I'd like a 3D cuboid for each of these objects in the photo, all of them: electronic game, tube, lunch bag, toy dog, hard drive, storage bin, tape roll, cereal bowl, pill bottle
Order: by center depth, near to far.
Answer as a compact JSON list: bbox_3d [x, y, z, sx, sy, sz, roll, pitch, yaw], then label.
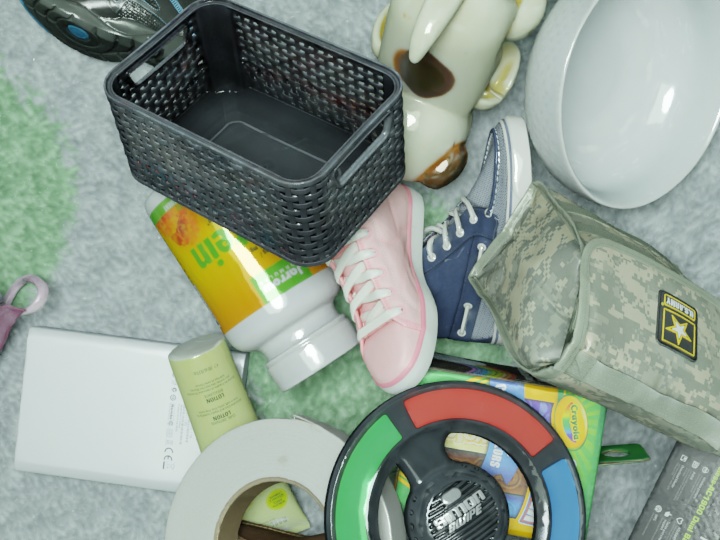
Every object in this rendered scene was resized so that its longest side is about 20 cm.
[{"bbox_3d":[0.072,0.181,0.763,0.199,0.042,0.201,2,81,-11],"label":"electronic game"},{"bbox_3d":[0.190,0.040,0.769,0.164,0.200,0.118,27,110,-20],"label":"lunch bag"},{"bbox_3d":[-0.077,-0.109,0.789,0.200,0.094,0.135,27,59,24],"label":"storage bin"},{"bbox_3d":[-0.062,0.217,0.822,0.202,0.037,0.203,-5,77,22],"label":"tape roll"},{"bbox_3d":[0.067,-0.163,0.842,0.139,0.194,0.200,20,127,-4],"label":"toy dog"},{"bbox_3d":[0.208,-0.156,0.846,0.200,0.083,0.201,-14,117,-29],"label":"cereal bowl"},{"bbox_3d":[-0.086,-0.001,0.887,0.111,0.111,0.200,-33,88,5],"label":"pill bottle"},{"bbox_3d":[-0.108,0.154,0.899,0.058,0.052,0.200,-8,109,30],"label":"tube"},{"bbox_3d":[-0.208,0.128,0.942,0.199,0.025,0.132,7,91,4],"label":"hard drive"}]

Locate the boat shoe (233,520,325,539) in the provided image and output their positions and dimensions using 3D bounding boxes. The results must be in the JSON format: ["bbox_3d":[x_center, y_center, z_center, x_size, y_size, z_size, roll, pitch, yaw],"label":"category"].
[{"bbox_3d":[-0.020,0.246,0.881,0.202,0.075,0.075,21,101,-1],"label":"boat shoe"}]

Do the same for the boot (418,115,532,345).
[{"bbox_3d":[0.090,-0.030,0.869,0.090,0.073,0.200,1,107,-2],"label":"boot"}]

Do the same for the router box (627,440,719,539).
[{"bbox_3d":[0.275,0.199,0.835,0.062,0.150,0.200,27,94,30],"label":"router box"}]

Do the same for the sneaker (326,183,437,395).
[{"bbox_3d":[0.000,0.000,0.835,0.075,0.105,0.201,-35,43,39],"label":"sneaker"}]

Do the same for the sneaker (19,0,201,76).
[{"bbox_3d":[-0.206,-0.229,0.924,0.200,0.073,0.082,20,76,-1],"label":"sneaker"}]

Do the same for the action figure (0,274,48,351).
[{"bbox_3d":[-0.365,0.104,0.937,0.149,0.134,0.201,-11,105,-36],"label":"action figure"}]

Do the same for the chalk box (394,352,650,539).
[{"bbox_3d":[0.135,0.147,0.864,0.200,0.125,0.124,10,91,6],"label":"chalk box"}]
